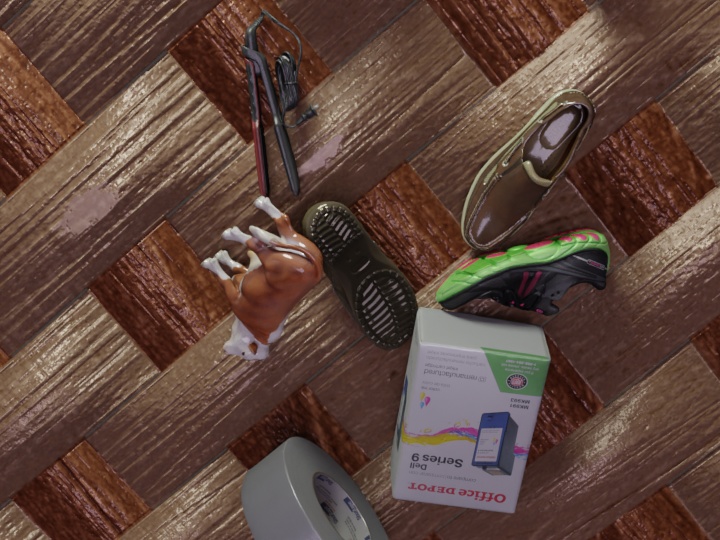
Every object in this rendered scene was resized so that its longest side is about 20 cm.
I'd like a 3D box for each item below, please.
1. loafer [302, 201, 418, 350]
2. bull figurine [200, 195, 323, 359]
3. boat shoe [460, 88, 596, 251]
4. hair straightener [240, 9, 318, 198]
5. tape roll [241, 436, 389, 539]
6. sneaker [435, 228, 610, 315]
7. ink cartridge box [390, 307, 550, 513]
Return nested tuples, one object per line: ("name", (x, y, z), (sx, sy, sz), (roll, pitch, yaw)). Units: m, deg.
("loafer", (0.000, 0.000, 1.103), (0.076, 0.067, 0.201), (-32, 117, -5))
("bull figurine", (-0.110, 0.015, 1.082), (0.121, 0.065, 0.200), (45, 133, 1))
("boat shoe", (0.175, -0.105, 1.067), (0.074, 0.075, 0.204), (32, 102, -6))
("hair straightener", (-0.082, -0.178, 1.079), (0.076, 0.041, 0.203), (-6, 99, 2))
("tape roll", (-0.043, 0.285, 1.103), (0.066, 0.200, 0.201), (-39, 100, 10))
("sneaker", (0.179, 0.015, 1.097), (0.197, 0.077, 0.085), (-14, 99, 6))
("ink cartridge box", (0.118, 0.158, 1.112), (0.143, 0.088, 0.203), (8, 115, -2))
